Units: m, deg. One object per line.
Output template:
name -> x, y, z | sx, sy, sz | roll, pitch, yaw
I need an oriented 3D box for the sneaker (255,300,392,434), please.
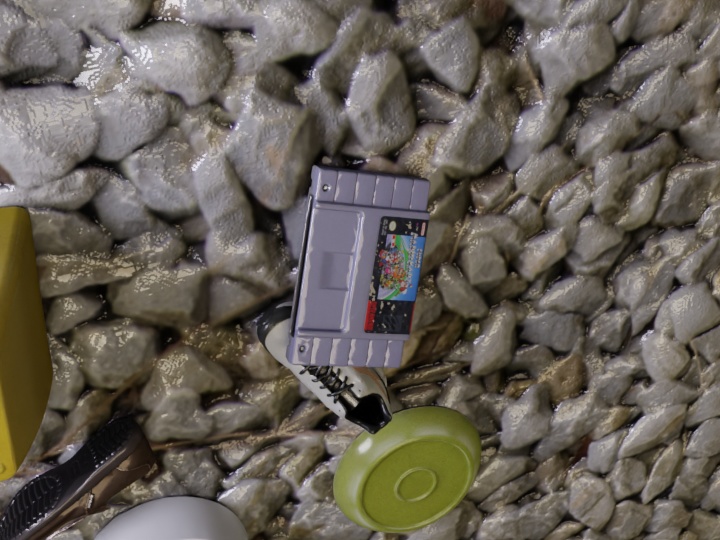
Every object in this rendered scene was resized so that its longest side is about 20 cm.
sneaker -> -0.030, 0.105, 1.037 | 0.074, 0.080, 0.200 | -43, 123, 12

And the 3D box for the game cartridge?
game cartridge -> 0.000, 0.000, 0.979 | 0.128, 0.038, 0.202 | 4, 103, -19

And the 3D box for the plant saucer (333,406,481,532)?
plant saucer -> 0.065, 0.258, 1.198 | 0.198, 0.031, 0.202 | -10, 123, -15

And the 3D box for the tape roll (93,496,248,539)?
tape roll -> -0.221, 0.363, 1.132 | 0.200, 0.071, 0.204 | -10, 123, -15

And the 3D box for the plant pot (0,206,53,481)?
plant pot -> -0.375, 0.084, 0.832 | 0.198, 0.177, 0.202 | -7, 124, -16

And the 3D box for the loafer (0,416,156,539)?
loafer -> -0.298, 0.243, 1.024 | 0.199, 0.073, 0.071 | -36, 125, 4
